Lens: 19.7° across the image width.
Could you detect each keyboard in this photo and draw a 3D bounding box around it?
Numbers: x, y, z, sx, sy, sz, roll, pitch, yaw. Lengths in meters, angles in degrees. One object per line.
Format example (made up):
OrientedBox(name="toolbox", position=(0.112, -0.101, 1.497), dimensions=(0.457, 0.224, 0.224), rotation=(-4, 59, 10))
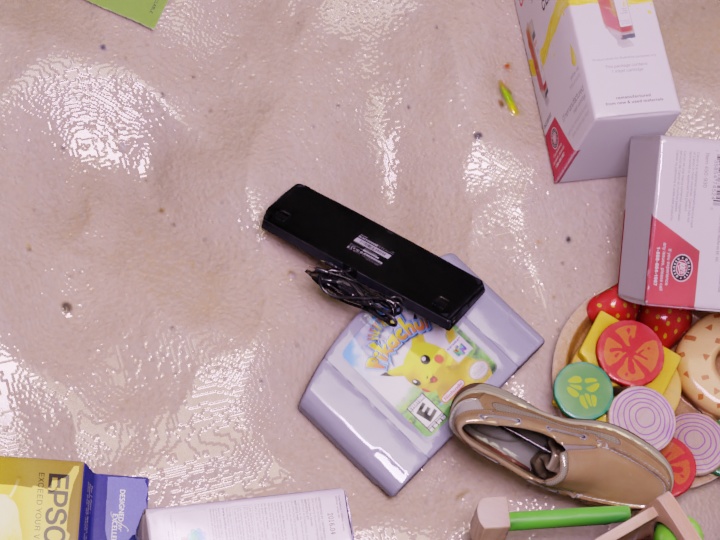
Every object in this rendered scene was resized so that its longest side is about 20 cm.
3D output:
OrientedBox(name="keyboard", position=(0.000, 0.000, 1.783), dimensions=(0.200, 0.040, 0.104), rotation=(28, 39, 18))

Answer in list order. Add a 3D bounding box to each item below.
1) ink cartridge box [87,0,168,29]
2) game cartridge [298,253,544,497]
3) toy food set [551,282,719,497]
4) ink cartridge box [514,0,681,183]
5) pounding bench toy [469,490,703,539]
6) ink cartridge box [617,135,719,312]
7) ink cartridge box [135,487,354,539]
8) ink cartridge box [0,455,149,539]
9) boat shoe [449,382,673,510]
OrientedBox(name="ink cartridge box", position=(-0.247, -0.328, 1.858), dimensions=(0.200, 0.076, 0.148), rotation=(23, 67, 0))
OrientedBox(name="game cartridge", position=(0.048, 0.082, 1.781), dimensions=(0.133, 0.040, 0.200), rotation=(42, 68, 10))
OrientedBox(name="toy food set", position=(0.264, 0.100, 1.806), dimensions=(0.200, 0.049, 0.198), rotation=(30, 67, 1))
OrientedBox(name="ink cartridge box", position=(0.208, -0.199, 1.858), dimensions=(0.083, 0.145, 0.201), rotation=(-6, 70, -12))
OrientedBox(name="pounding bench toy", position=(0.202, 0.245, 1.699), dimensions=(0.156, 0.124, 0.200), rotation=(-28, 77, -19))
OrientedBox(name="ink cartridge box", position=(0.333, -0.038, 1.785), dimensions=(0.199, 0.083, 0.147), rotation=(4, 93, -12))
OrientedBox(name="ink cartridge box", position=(-0.073, 0.255, 1.669), dimensions=(0.199, 0.076, 0.137), rotation=(-5, 72, -13))
OrientedBox(name="ink cartridge box", position=(-0.272, 0.248, 1.655), dimensions=(0.199, 0.047, 0.198), rotation=(4, 69, -7))
OrientedBox(name="boat shoe", position=(0.166, 0.159, 1.717), dimensions=(0.199, 0.076, 0.072), rotation=(18, 106, -3))
